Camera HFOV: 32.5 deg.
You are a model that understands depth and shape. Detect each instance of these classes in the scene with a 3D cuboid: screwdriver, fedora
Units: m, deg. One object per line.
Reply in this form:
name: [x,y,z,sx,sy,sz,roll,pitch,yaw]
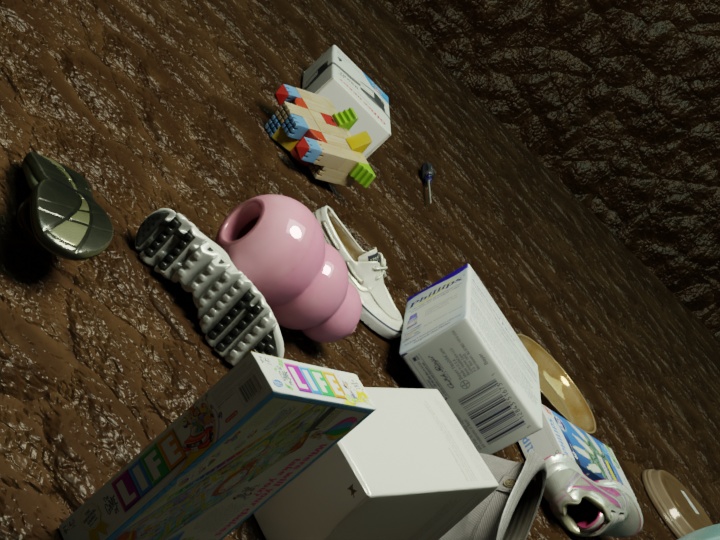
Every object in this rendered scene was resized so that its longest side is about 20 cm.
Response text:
screwdriver: [0.130,-0.159,2.343,0.200,0.028,0.029,-91,165,-61]
fedora: [0.120,0.264,1.278,0.090,0.177,0.200,20,50,19]

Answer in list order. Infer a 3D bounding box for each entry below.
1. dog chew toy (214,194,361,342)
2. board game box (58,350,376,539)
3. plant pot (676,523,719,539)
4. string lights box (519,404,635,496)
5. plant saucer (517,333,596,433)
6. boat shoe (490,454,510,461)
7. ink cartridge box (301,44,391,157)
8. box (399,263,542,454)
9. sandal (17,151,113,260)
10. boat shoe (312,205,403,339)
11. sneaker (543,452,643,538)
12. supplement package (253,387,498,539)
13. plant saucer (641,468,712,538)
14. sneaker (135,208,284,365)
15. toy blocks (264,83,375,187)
dog chew toy: [-0.070,0.008,1.375,0.200,0.124,0.125,46,16,-34]
board game box: [-0.100,0.140,0.884,0.134,0.200,0.034,20,32,-57]
plant pot: [0.466,0.436,1.616,0.196,0.200,0.196,55,19,16]
string lights box: [0.310,0.279,1.799,0.200,0.059,0.103,34,24,-39]
plant saucer: [0.304,0.192,2.005,0.200,0.035,0.200,42,19,-18]
boat shoe: [0.139,0.254,1.454,0.072,0.072,0.200,32,18,18]
ink cartridge box: [-0.025,-0.291,2.147,0.145,0.084,0.200,43,19,-19]
box: [0.147,0.118,1.634,0.184,0.105,0.200,55,16,-13]
sandal: [-0.274,-0.049,1.115,0.080,0.057,0.201,33,8,-27]
boat shoe: [0.000,0.000,1.623,0.200,0.070,0.071,50,19,-3]
sneaker: [0.316,0.331,1.691,0.200,0.081,0.088,28,27,-29]
supplement package: [0.005,0.186,1.126,0.200,0.121,0.120,9,42,-52]
plant saucer: [0.566,0.425,2.158,0.200,0.029,0.200,43,18,-17]
sneaker: [-0.142,0.019,1.259,0.200,0.075,0.081,52,9,8]
toy blocks: [-0.078,-0.207,1.863,0.137,0.100,0.200,11,40,-45]
